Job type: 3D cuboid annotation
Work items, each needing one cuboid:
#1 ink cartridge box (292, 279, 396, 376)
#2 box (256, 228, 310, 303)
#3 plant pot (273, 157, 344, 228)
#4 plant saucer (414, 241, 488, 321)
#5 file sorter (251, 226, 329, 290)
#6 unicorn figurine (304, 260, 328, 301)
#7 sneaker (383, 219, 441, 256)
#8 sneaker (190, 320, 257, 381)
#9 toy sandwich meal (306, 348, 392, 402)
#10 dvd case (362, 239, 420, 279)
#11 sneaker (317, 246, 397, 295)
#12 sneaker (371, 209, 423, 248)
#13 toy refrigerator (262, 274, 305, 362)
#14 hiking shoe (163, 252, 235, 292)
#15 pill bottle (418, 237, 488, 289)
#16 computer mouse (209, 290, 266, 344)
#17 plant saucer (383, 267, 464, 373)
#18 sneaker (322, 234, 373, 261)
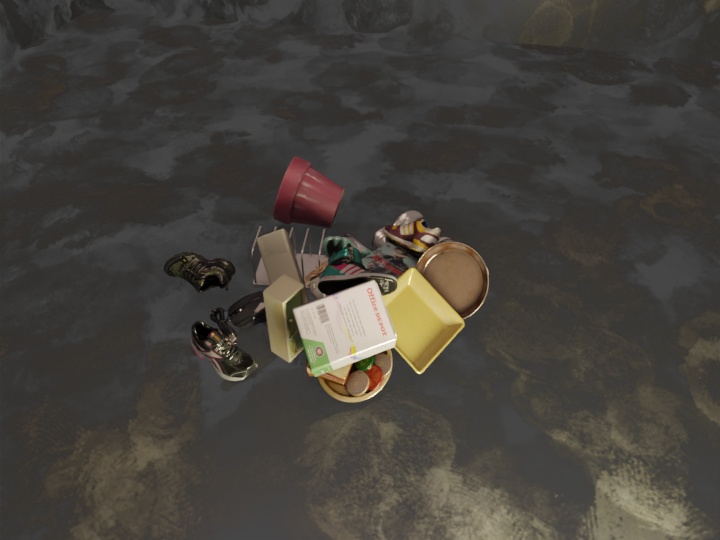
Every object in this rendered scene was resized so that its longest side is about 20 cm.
[{"bbox_3d":[-0.034,0.128,1.230,0.197,0.084,0.147,-19,70,-5],"label":"ink cartridge box"},{"bbox_3d":[-0.197,0.003,1.424,0.081,0.068,0.204,-17,84,0],"label":"box"},{"bbox_3d":[-0.152,-0.223,1.710,0.176,0.202,0.202,20,43,-2],"label":"plant pot"},{"bbox_3d":[0.233,0.028,1.429,0.197,0.204,0.034,20,6,21],"label":"plant saucer"},{"bbox_3d":[-0.195,-0.040,1.544,0.196,0.126,0.140,3,41,4],"label":"file sorter"},{"bbox_3d":[-0.079,0.072,1.411,0.136,0.075,0.200,-28,47,-17],"label":"unicorn figurine"},{"bbox_3d":[0.146,-0.103,1.546,0.199,0.075,0.091,31,88,48],"label":"sneaker"},{"bbox_3d":[-0.336,0.187,1.319,0.197,0.087,0.081,22,47,21],"label":"sneaker"},{"bbox_3d":[-0.025,0.202,1.279,0.201,0.071,0.209,-4,61,7],"label":"toy sandwich meal"},{"bbox_3d":[0.069,-0.003,1.487,0.145,0.022,0.199,31,46,31],"label":"dvd case"},{"bbox_3d":[0.000,0.000,1.367,0.196,0.084,0.122,0,48,14],"label":"sneaker"},{"bbox_3d":[0.124,-0.109,1.676,0.199,0.075,0.087,-38,66,-26],"label":"sneaker"},{"bbox_3d":[-0.172,0.117,1.313,0.069,0.202,0.076,26,46,25],"label":"toy refrigerator"},{"bbox_3d":[-0.449,0.009,1.522,0.196,0.077,0.102,3,38,2],"label":"hiking shoe"},{"bbox_3d":[0.249,-0.015,1.529,0.111,0.114,0.200,-26,48,-26],"label":"pill bottle"},{"bbox_3d":[-0.283,0.103,1.438,0.197,0.053,0.139,-22,46,-23],"label":"computer mouse"},{"bbox_3d":[0.128,0.125,1.367,0.200,0.049,0.199,46,59,7],"label":"plant saucer"},{"bbox_3d":[-0.056,-0.066,1.571,0.199,0.078,0.140,26,10,-43],"label":"sneaker"}]
